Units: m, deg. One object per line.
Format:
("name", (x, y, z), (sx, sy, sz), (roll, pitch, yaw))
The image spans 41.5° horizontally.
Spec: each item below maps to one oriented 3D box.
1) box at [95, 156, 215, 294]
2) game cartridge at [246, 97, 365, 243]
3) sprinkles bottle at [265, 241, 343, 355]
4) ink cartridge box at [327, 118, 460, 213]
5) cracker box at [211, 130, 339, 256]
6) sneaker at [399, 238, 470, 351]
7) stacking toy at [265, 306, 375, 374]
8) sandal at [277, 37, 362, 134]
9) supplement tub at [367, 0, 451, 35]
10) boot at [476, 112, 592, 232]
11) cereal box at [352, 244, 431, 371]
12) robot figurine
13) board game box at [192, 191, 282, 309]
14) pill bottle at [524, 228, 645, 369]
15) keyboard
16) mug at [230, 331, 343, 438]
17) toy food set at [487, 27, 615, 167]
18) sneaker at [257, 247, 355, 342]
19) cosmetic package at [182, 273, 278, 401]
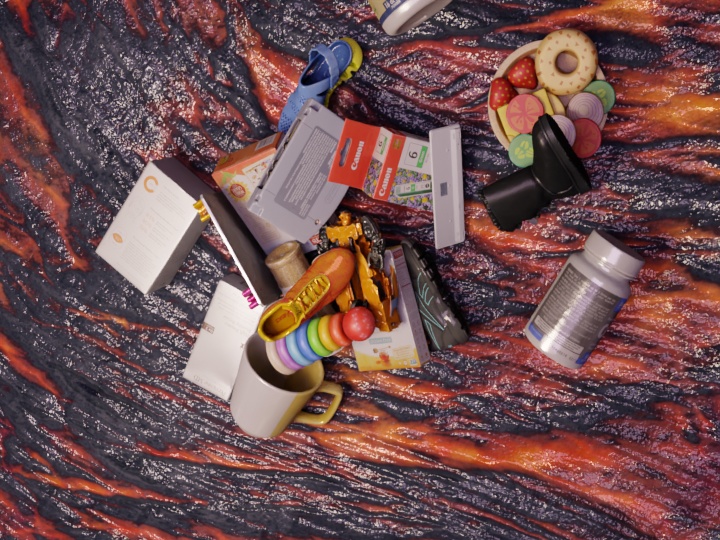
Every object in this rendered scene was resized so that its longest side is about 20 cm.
("box", (-0.356, -0.081, 1.686), (0.124, 0.097, 0.201), (38, 108, 6))
("game cartridge", (-0.080, -0.154, 1.514), (0.132, 0.040, 0.202), (31, 91, -28))
("sprinkles bottle", (-0.089, 0.050, 1.619), (0.067, 0.069, 0.202), (-20, 116, 17))
("ink cartridge box", (0.055, -0.167, 1.524), (0.196, 0.050, 0.111), (10, 107, -29))
("cracker box", (-0.138, -0.118, 1.590), (0.132, 0.058, 0.202), (-18, 122, 25))
("sneaker", (0.108, 0.044, 1.595), (0.078, 0.075, 0.203), (-28, 92, 20))
("stacking toy", (-0.060, 0.104, 1.549), (0.198, 0.085, 0.087), (-22, 94, 34))
("sandal", (-0.081, -0.302, 1.570), (0.079, 0.087, 0.202), (38, 107, 20))
("supplement tub", (0.053, -0.487, 1.473), (0.143, 0.144, 0.202), (-31, 92, 18))
("boot", (0.256, -0.143, 1.465), (0.160, 0.198, 0.075), (-24, 55, 20))
("cereal box", (0.033, 0.066, 1.611), (0.142, 0.039, 0.204), (-10, 99, 43))
("robot figurine", (0.000, 0.000, 1.551), (0.143, 0.058, 0.204), (-4, 103, 40))
("board game box", (-0.200, -0.036, 1.596), (0.026, 0.200, 0.203), (-28, 92, 8))
("pill bottle", (0.356, 0.044, 1.506), (0.113, 0.114, 0.202), (32, 107, 7))
("keyboard", (0.141, -0.134, 1.545), (0.055, 0.011, 0.204), (-13, 115, -17))
("mug", (-0.144, 0.221, 1.661), (0.185, 0.149, 0.155), (35, 123, 11))
("toy food set", (0.298, -0.263, 1.499), (0.197, 0.049, 0.201), (-22, 94, 18))
("sneaker", (-0.081, 0.045, 1.507), (0.073, 0.077, 0.200), (43, 100, -11))
("cosmetic package", (-0.233, 0.119, 1.704), (0.100, 0.074, 0.203), (25, 105, 10))
